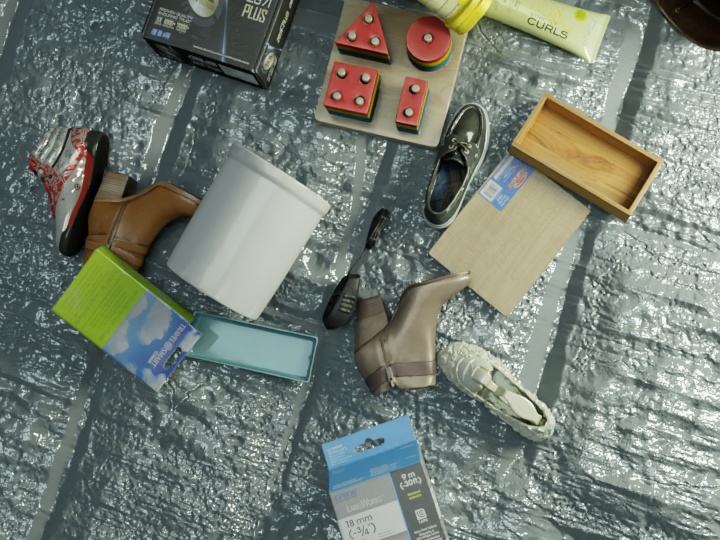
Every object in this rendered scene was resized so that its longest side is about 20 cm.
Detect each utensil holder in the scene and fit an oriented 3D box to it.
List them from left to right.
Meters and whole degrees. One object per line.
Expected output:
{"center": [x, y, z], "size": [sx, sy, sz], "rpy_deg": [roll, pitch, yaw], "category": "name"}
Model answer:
{"center": [-0.165, -0.054, 1.393], "size": [0.169, 0.170, 0.201], "rpy_deg": [32, 90, 11], "category": "utensil holder"}

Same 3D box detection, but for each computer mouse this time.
{"center": [0.000, 0.000, 1.423], "size": [0.034, 0.059, 0.202], "rpy_deg": [29, 82, -12], "category": "computer mouse"}

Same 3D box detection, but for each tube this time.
{"center": [0.270, -0.382, 1.437], "size": [0.198, 0.052, 0.059], "rpy_deg": [23, 126, 5], "category": "tube"}

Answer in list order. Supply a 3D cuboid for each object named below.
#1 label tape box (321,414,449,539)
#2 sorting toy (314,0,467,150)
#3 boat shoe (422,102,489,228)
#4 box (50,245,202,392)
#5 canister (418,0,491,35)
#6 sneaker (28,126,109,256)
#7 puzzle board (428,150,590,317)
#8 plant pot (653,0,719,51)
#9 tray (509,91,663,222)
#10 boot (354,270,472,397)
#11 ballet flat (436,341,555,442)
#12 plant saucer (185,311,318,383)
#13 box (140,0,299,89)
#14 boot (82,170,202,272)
{"center": [0.032, 0.325, 1.364], "size": [0.142, 0.063, 0.203], "rpy_deg": [-19, 81, 4], "category": "label tape box"}
{"center": [0.044, -0.307, 1.445], "size": [0.197, 0.070, 0.202], "rpy_deg": [14, 84, 10], "category": "sorting toy"}
{"center": [0.143, -0.160, 1.413], "size": [0.068, 0.057, 0.202], "rpy_deg": [17, 80, 10], "category": "boat shoe"}
{"center": [-0.345, 0.072, 1.431], "size": [0.199, 0.048, 0.122], "rpy_deg": [39, 99, -5], "category": "box"}
{"center": [0.092, -0.450, 1.380], "size": [0.199, 0.150, 0.087], "rpy_deg": [31, 128, -22], "category": "canister"}
{"center": [-0.467, -0.127, 1.493], "size": [0.106, 0.067, 0.204], "rpy_deg": [10, 80, 10], "category": "sneaker"}
{"center": [0.219, -0.056, 1.415], "size": [0.150, 0.017, 0.201], "rpy_deg": [39, 88, 12], "category": "puzzle board"}
{"center": [0.535, -0.451, 1.343], "size": [0.198, 0.200, 0.201], "rpy_deg": [-38, 79, -6], "category": "plant pot"}
{"center": [0.328, -0.165, 1.398], "size": [0.199, 0.037, 0.099], "rpy_deg": [33, 78, 10], "category": "tray"}
{"center": [0.083, 0.096, 1.385], "size": [0.198, 0.070, 0.148], "rpy_deg": [-18, 78, 14], "category": "boot"}
{"center": [0.196, 0.166, 1.363], "size": [0.199, 0.072, 0.072], "rpy_deg": [36, 88, 11], "category": "ballet flat"}
{"center": [-0.164, 0.115, 1.443], "size": [0.197, 0.019, 0.071], "rpy_deg": [11, 84, 8], "category": "plant saucer"}
{"center": [-0.213, -0.395, 1.483], "size": [0.198, 0.086, 0.166], "rpy_deg": [20, 85, 10], "category": "box"}
{"center": [-0.329, -0.059, 1.457], "size": [0.197, 0.077, 0.157], "rpy_deg": [13, 83, 11], "category": "boot"}
